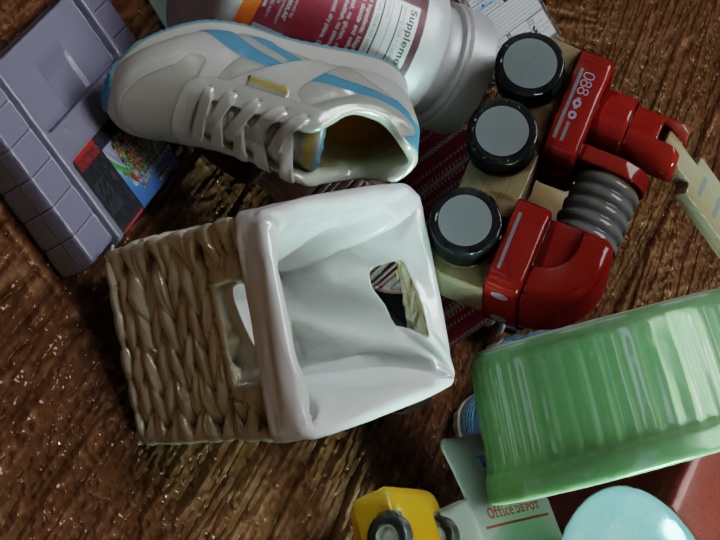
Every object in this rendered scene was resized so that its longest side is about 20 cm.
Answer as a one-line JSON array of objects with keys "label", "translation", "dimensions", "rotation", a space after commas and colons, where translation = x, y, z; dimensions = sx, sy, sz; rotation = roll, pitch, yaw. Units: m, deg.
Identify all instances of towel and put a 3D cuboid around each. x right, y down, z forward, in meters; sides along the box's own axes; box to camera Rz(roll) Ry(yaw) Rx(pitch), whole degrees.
[{"label": "towel", "translation": [0.044, -0.041, 1.642], "dimensions": [0.022, 0.144, 0.201], "rotation": [4, 61, -41]}]

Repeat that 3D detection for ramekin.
[{"label": "ramekin", "translation": [0.166, 0.079, 1.518], "dimensions": [0.200, 0.199, 0.098], "rotation": [-9, 83, -61]}]

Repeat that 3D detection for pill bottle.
[{"label": "pill bottle", "translation": [-0.016, -0.161, 1.523], "dimensions": [0.199, 0.113, 0.113], "rotation": [20, 45, -26]}]

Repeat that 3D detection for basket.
[{"label": "basket", "translation": [-0.048, 0.028, 1.417], "dimensions": [0.200, 0.123, 0.136], "rotation": [-13, 93, -61]}]

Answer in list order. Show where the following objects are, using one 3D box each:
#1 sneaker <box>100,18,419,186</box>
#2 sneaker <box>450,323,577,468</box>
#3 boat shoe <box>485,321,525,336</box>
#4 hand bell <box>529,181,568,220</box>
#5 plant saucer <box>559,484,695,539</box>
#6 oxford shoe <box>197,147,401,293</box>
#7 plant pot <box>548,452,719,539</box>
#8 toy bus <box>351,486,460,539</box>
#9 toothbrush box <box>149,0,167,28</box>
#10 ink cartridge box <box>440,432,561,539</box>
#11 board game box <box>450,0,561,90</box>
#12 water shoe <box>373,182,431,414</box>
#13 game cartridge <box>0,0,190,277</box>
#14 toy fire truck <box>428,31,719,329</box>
[{"label": "sneaker", "translation": [-0.058, -0.098, 1.435], "dimensions": [0.199, 0.077, 0.081], "rotation": [3, 36, -17]}, {"label": "sneaker", "translation": [0.127, 0.098, 1.715], "dimensions": [0.078, 0.090, 0.200], "rotation": [50, 30, -21]}, {"label": "boat shoe", "translation": [0.095, 0.012, 1.753], "dimensions": [0.093, 0.075, 0.200], "rotation": [51, 27, -4]}, {"label": "hand bell", "translation": [0.085, -0.087, 1.713], "dimensions": [0.200, 0.104, 0.104], "rotation": [39, 28, 4]}, {"label": "plant saucer", "translation": [0.174, 0.244, 1.551], "dimensions": [0.200, 0.039, 0.202], "rotation": [22, 59, -42]}, {"label": "oxford shoe", "translation": [-0.027, -0.065, 1.556], "dimensions": [0.200, 0.070, 0.075], "rotation": [43, 19, -20]}, {"label": "plant pot", "translation": [0.233, 0.187, 1.726], "dimensions": [0.200, 0.199, 0.176], "rotation": [55, 39, -13]}, {"label": "toy bus", "translation": [0.035, 0.237, 1.441], "dimensions": [0.065, 0.078, 0.201], "rotation": [11, 56, -56]}, {"label": "toothbrush box", "translation": [-0.073, -0.199, 1.646], "dimensions": [0.201, 0.085, 0.146], "rotation": [59, 29, -8]}, {"label": "ink cartridge box", "translation": [0.092, 0.212, 1.575], "dimensions": [0.116, 0.067, 0.201], "rotation": [0, 66, -60]}, {"label": "board game box", "translation": [0.053, -0.234, 1.885], "dimensions": [0.201, 0.097, 0.159], "rotation": [59, 27, -5]}, {"label": "water shoe", "translation": [0.000, 0.000, 1.608], "dimensions": [0.079, 0.071, 0.201], "rotation": [10, 54, -49]}, {"label": "game cartridge", "translation": [-0.170, -0.091, 1.440], "dimensions": [0.130, 0.038, 0.200], "rotation": [51, 29, -13]}, {"label": "toy fire truck", "translation": [0.159, -0.034, 1.530], "dimensions": [0.129, 0.199, 0.177], "rotation": [84, 29, -71]}]
